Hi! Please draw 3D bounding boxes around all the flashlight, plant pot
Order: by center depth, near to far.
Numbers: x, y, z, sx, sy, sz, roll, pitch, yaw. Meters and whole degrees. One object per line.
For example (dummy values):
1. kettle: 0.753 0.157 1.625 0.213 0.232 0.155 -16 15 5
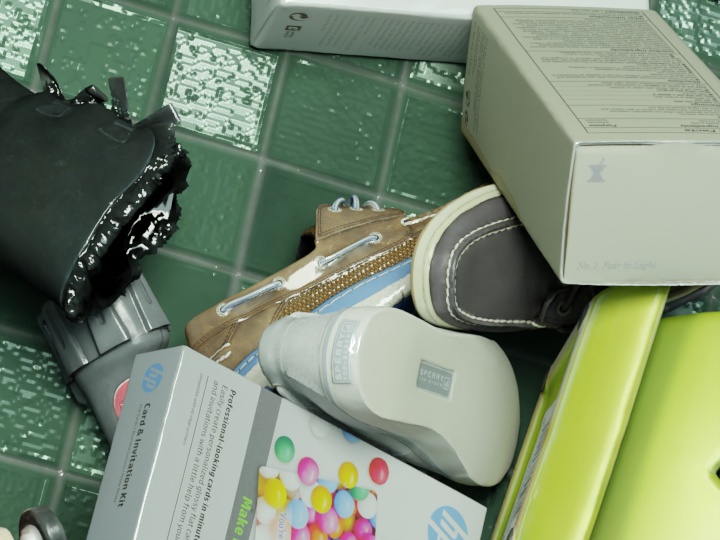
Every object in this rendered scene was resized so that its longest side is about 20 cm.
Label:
1. plant pot: 0.163 0.122 1.437 0.181 0.199 0.201 20 71 0
2. flashlight: -0.085 0.093 1.447 0.067 0.068 0.201 -23 82 -17

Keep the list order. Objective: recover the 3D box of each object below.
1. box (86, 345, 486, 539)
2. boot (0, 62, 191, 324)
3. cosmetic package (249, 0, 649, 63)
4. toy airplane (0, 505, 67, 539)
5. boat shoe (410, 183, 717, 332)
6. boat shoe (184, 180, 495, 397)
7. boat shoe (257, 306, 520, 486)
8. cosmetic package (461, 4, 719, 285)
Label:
1. box: -0.038 0.146 1.375 0.200 0.041 0.157 31 62 -35
2. boot: -0.189 -0.024 1.428 0.162 0.073 0.199 27 62 19
3. cosmetic package: 0.046 -0.165 1.552 0.199 0.074 0.102 5 74 -14
4. toy airplane: -0.197 0.188 1.372 0.200 0.141 0.200 43 77 -38
5. boat shoe: 0.107 -0.005 1.478 0.199 0.065 0.072 -3 100 -47
6. boat shoe: 0.000 0.000 1.492 0.200 0.072 0.072 -32 69 -29
7. boat shoe: 0.015 0.061 1.441 0.068 0.200 0.072 6 84 28
8. cosmetic package: 0.121 -0.064 1.438 0.103 0.200 0.073 1 114 -12
